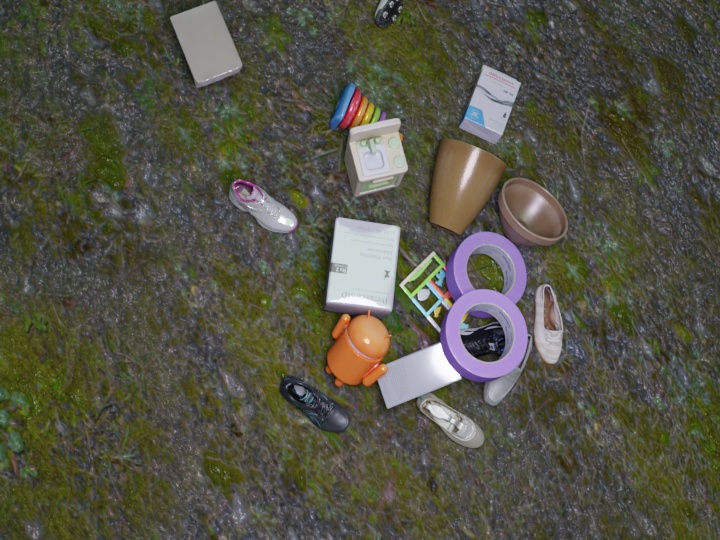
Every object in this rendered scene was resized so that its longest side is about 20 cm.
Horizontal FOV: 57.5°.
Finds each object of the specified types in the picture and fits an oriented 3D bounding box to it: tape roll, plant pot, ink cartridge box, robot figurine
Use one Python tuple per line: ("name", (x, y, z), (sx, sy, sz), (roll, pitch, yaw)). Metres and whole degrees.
("tape roll", (0.316, 0.011, 1.655), (0.193, 0.066, 0.207), (3, 73, -11))
("tape roll", (0.286, 0.152, 1.527), (0.193, 0.066, 0.207), (2, 72, -5))
("plant pot", (0.424, -0.131, 1.680), (0.195, 0.093, 0.205), (16, 48, -18))
("ink cartridge box", (0.354, -0.463, 1.768), (0.113, 0.067, 0.205), (22, 78, -1))
("robot figurine", (-0.004, 0.188, 1.547), (0.114, 0.202, 0.146), (20, 36, -25))
("plant pot", (0.250, -0.201, 1.663), (0.182, 0.186, 0.206), (22, 91, -1))

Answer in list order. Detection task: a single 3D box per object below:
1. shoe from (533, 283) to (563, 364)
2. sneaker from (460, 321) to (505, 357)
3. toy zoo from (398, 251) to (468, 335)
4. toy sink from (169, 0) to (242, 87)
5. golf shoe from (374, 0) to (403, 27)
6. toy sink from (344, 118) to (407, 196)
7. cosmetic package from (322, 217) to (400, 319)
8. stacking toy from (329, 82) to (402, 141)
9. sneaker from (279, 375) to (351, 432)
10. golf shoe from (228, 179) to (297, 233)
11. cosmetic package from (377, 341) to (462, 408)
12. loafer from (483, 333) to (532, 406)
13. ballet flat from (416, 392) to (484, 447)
("shoe", (0.478, 0.135, 1.674), (0.067, 0.053, 0.207), (-3, 80, -6))
("sneaker", (0.291, 0.181, 1.610), (0.195, 0.112, 0.075), (-21, 99, -10))
("toy zoo", (0.206, 0.071, 1.675), (0.131, 0.020, 0.201), (-41, 86, -12))
("toy sink", (-0.388, -0.557, 1.686), (0.127, 0.112, 0.205), (-23, 77, -10))
("golf shoe", (0.081, -0.756, 1.803), (0.086, 0.078, 0.203), (25, 75, 20))
("toy sink", (0.039, -0.272, 1.624), (0.126, 0.200, 0.116), (-14, 80, -9))
("cosmetic package", (0.000, 0.000, 1.593), (0.159, 0.165, 0.207), (7, 79, -4))
("stacking toy", (0.027, -0.390, 1.712), (0.196, 0.116, 0.113), (25, 80, -12))
("sneaker", (-0.109, 0.324, 1.565), (0.197, 0.079, 0.077), (31, 77, -1))
("golf shoe", (-0.245, -0.160, 1.637), (0.196, 0.092, 0.077), (29, 76, -1))
("cosmetic package", (0.139, 0.249, 1.583), (0.195, 0.074, 0.105), (-21, 81, 5))
("loafer", (0.368, 0.242, 1.634), (0.069, 0.070, 0.204), (29, 78, 0))
("ballet flat", (0.222, 0.369, 1.597), (0.197, 0.070, 0.071), (33, 78, 1))
